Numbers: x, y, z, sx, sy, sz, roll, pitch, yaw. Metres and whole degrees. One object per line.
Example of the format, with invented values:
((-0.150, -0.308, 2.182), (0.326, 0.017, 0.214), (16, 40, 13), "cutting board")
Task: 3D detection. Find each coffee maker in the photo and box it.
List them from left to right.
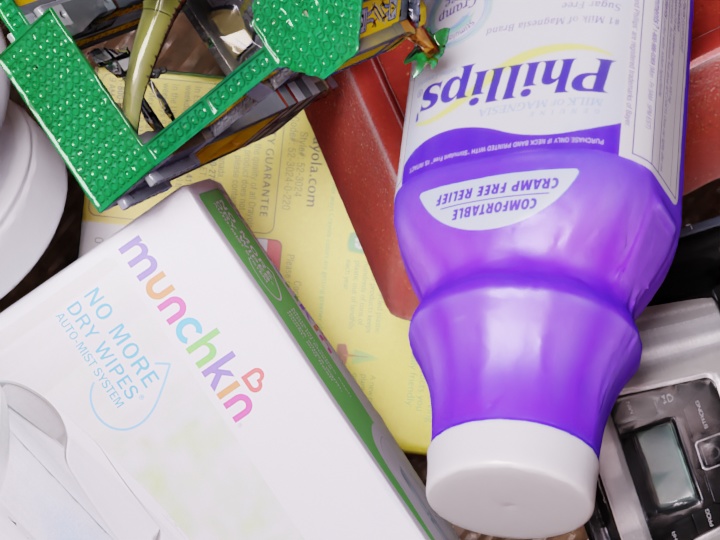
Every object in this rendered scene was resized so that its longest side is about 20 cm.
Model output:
((0.162, 0.035, 0.821), (0.199, 0.192, 0.135), (-18, 71, 8), "coffee maker")

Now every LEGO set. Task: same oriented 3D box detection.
((-0.050, -0.121, 0.777), (0.200, 0.116, 0.154), (49, 126, 8), "LEGO set")

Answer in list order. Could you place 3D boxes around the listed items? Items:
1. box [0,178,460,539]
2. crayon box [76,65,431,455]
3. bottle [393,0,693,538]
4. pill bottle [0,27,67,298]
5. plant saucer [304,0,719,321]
((-0.065, 0.100, 0.838), (0.176, 0.097, 0.200), (-33, 90, 5), "box")
((0.000, 0.000, 0.905), (0.199, 0.051, 0.127), (7, 91, 4), "crayon box")
((0.052, -0.022, 0.742), (0.083, 0.065, 0.201), (-8, 57, 26), "bottle")
((-0.178, -0.068, 0.775), (0.112, 0.200, 0.112), (-19, 48, 22), "pill bottle")
((0.065, -0.106, 0.854), (0.199, 0.037, 0.200), (-25, 54, 4), "plant saucer")
